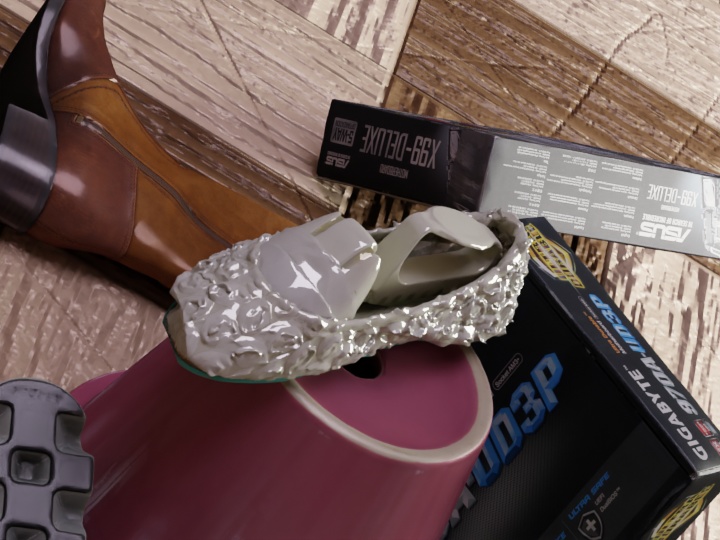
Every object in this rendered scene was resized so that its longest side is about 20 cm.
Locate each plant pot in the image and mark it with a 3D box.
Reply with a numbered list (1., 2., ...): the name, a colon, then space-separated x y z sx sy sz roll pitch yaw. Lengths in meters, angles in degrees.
1. plant pot: -0.039 0.095 1.353 0.200 0.179 0.200 25 35 -19

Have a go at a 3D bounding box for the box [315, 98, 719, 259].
1. box: 0.101 -0.051 1.703 0.200 0.050 0.158 8 5 -37

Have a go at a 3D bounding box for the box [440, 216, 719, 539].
1. box: 0.068 0.099 1.426 0.046 0.200 0.159 -8 53 -50

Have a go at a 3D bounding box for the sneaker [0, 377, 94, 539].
1. sneaker: -0.157 0.153 1.275 0.074 0.088 0.200 17 63 -20

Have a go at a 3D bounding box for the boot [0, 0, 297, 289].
1. boot: -0.098 -0.059 1.589 0.200 0.069 0.188 27 34 -17

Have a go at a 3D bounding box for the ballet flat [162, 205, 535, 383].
1. ballet flat: 0.000 0.000 1.283 0.200 0.072 0.072 -9 54 -47
